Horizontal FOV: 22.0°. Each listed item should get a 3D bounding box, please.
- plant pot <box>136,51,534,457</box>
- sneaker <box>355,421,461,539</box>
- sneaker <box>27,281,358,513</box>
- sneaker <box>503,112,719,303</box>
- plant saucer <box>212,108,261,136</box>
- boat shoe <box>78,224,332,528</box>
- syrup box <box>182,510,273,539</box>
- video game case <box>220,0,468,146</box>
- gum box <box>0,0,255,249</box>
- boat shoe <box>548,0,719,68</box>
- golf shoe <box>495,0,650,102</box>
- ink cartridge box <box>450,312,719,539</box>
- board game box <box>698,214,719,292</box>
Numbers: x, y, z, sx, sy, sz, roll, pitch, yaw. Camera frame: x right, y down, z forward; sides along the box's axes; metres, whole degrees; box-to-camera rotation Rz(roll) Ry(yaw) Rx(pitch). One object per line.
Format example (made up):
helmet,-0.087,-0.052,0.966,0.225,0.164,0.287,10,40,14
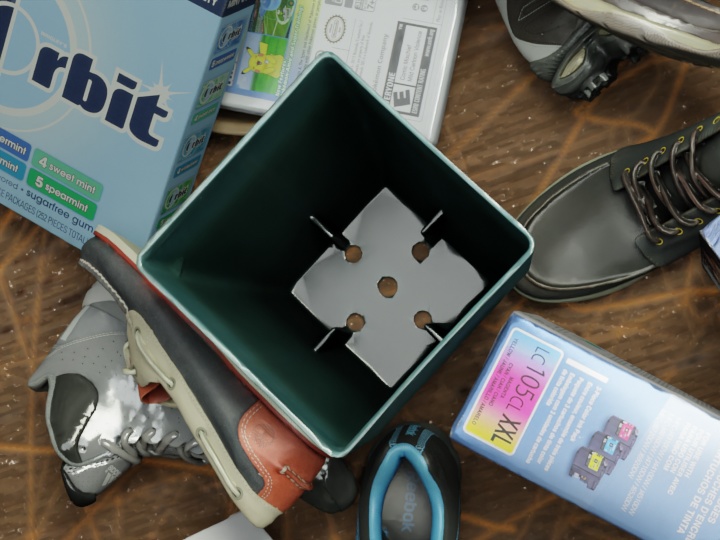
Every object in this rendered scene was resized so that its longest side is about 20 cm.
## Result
plant pot,0.000,0.000,0.975,0.141,0.200,0.141,43,92,9
sneaker,0.020,0.184,1.015,0.073,0.082,0.201,-2,86,6
sneaker,-0.105,0.102,1.038,0.200,0.075,0.116,35,74,20
sneaker,0.165,-0.046,1.001,0.199,0.106,0.075,-26,82,6
plant saucer,-0.062,-0.177,1.089,0.199,0.029,0.201,-1,84,8
boat shoe,-0.092,0.051,0.981,0.200,0.071,0.063,43,95,28
syrup box,-0.042,0.233,0.992,0.200,0.079,0.082,45,128,21
video game case,-0.024,-0.184,1.059,0.182,0.022,0.201,12,88,10
gum box,-0.159,-0.121,1.043,0.169,0.045,0.201,29,119,14
boat shoe,0.125,-0.168,0.969,0.199,0.074,0.074,27,99,17
golf shoe,0.162,-0.189,1.031,0.200,0.078,0.095,-42,80,2
ink cartridge box,0.157,0.099,0.966,0.199,0.136,0.077,26,92,11
board game box,0.242,0.061,0.940,0.035,0.135,0.200,-33,77,5
